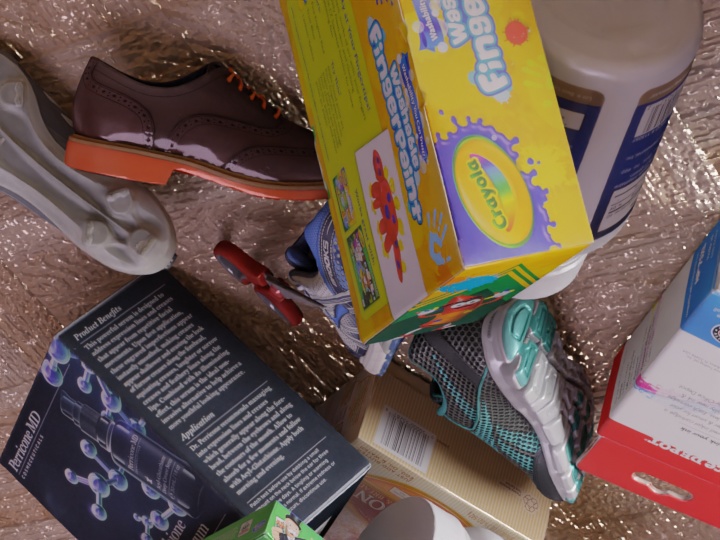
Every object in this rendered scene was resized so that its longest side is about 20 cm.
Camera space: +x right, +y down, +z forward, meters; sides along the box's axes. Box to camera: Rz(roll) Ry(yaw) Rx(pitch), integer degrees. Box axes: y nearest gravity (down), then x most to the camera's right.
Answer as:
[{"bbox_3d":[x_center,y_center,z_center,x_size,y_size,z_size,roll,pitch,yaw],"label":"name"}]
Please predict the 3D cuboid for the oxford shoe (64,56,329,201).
[{"bbox_3d":[-0.069,-0.082,1.246,0.199,0.073,0.071,6,-174,-12],"label":"oxford shoe"}]

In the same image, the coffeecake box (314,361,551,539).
[{"bbox_3d":[0.016,0.164,1.488,0.153,0.073,0.200,31,139,-16],"label":"coffeecake box"}]

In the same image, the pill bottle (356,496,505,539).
[{"bbox_3d":[0.086,0.240,1.402,0.200,0.114,0.114,37,137,-24],"label":"pill bottle"}]

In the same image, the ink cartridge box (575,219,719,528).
[{"bbox_3d":[0.223,0.067,1.301,0.116,0.067,0.200,23,140,-6],"label":"ink cartridge box"}]

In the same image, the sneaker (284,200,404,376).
[{"bbox_3d":[0.000,0.000,1.291,0.085,0.077,0.200,30,164,7],"label":"sneaker"}]

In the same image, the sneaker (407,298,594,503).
[{"bbox_3d":[0.091,0.079,1.356,0.091,0.078,0.200,2,144,25],"label":"sneaker"}]

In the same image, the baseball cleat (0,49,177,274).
[{"bbox_3d":[-0.194,-0.065,1.314,0.200,0.070,0.106,45,177,3],"label":"baseball cleat"}]

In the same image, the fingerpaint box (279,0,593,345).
[{"bbox_3d":[0.033,-0.082,1.073,0.073,0.201,0.167,-10,169,-19],"label":"fingerpaint box"}]

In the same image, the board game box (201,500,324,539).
[{"bbox_3d":[-0.073,0.227,1.343,0.135,0.029,0.200,42,131,-20],"label":"board game box"}]

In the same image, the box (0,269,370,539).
[{"bbox_3d":[-0.118,0.126,1.406,0.200,0.107,0.149,42,136,12],"label":"box"}]

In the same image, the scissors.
[{"bbox_3d":[-0.057,0.006,1.291,0.073,0.014,0.200,45,174,-3],"label":"scissors"}]

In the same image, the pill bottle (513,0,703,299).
[{"bbox_3d":[0.105,-0.078,1.150,0.110,0.111,0.201,17,140,1],"label":"pill bottle"}]
